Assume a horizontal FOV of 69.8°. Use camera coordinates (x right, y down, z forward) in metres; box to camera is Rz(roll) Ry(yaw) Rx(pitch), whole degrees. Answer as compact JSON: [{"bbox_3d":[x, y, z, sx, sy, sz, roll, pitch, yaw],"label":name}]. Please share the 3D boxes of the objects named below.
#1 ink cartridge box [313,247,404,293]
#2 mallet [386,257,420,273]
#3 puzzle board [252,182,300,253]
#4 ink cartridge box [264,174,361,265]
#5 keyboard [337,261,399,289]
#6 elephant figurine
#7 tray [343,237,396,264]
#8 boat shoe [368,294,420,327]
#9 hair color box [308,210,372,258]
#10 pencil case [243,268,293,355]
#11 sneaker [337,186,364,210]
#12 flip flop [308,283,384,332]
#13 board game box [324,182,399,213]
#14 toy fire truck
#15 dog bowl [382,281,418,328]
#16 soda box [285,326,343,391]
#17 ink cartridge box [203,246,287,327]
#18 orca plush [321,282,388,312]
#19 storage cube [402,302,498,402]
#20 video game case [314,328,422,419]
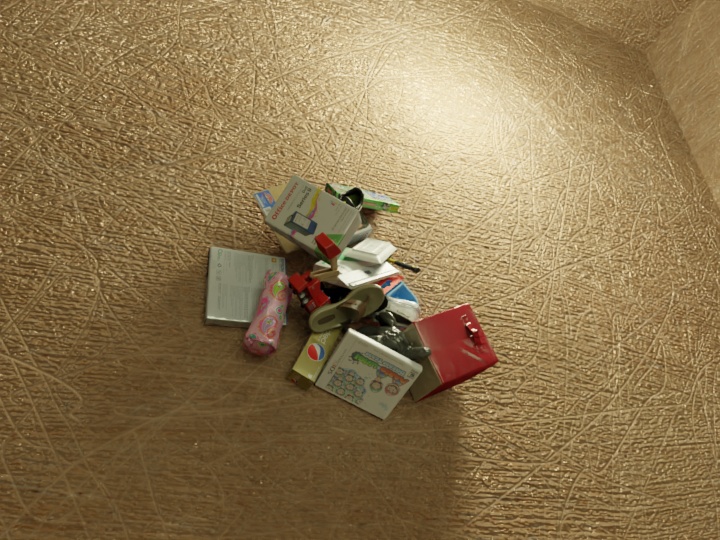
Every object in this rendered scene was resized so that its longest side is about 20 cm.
[{"bbox_3d":[0.000,0.000,1.365,0.199,0.050,0.161,13,24,25],"label":"ink cartridge box"},{"bbox_3d":[0.103,-0.024,1.450,0.066,0.199,0.042,-1,105,-42],"label":"mallet"},{"bbox_3d":[-0.184,-0.149,1.404,0.150,0.017,0.201,-23,70,-29],"label":"puzzle board"},{"bbox_3d":[-0.119,-0.127,1.310,0.199,0.088,0.146,31,82,12],"label":"ink cartridge box"},{"bbox_3d":[0.023,0.011,1.330,0.056,0.011,0.199,34,31,31],"label":"keyboard"},{"bbox_3d":[0.060,0.175,1.278,0.154,0.200,0.142,10,57,-20],"label":"elephant figurine"},{"bbox_3d":[0.031,-0.059,1.433,0.107,0.022,0.200,14,17,12],"label":"tray"},{"bbox_3d":[0.057,0.104,1.360,0.198,0.074,0.067,6,42,14],"label":"boat shoe"},{"bbox_3d":[-0.075,-0.116,1.479,0.199,0.061,0.099,-21,70,-34],"label":"hair color box"},{"bbox_3d":[-0.213,0.097,1.217,0.087,0.087,0.201,20,56,-13],"label":"pencil case"},{"bbox_3d":[-0.057,-0.160,1.390,0.074,0.088,0.200,42,61,6],"label":"sneaker"},{"bbox_3d":[-0.030,0.098,1.239,0.199,0.082,0.058,-22,27,-11],"label":"flip flop"},{"bbox_3d":[0.003,-0.219,1.551,0.198,0.029,0.135,9,20,-21],"label":"board game box"},{"bbox_3d":[-0.098,0.019,1.231,0.141,0.201,0.049,-39,54,-13],"label":"toy fire truck"},{"bbox_3d":[0.085,0.068,1.451,0.111,0.050,0.200,-35,80,-37],"label":"dog bowl"},{"bbox_3d":[-0.106,0.189,1.273,0.064,0.068,0.201,31,52,-5],"label":"soda box"},{"bbox_3d":[-0.284,0.047,1.290,0.199,0.043,0.198,9,58,-25],"label":"ink cartridge box"},{"bbox_3d":[-0.030,0.056,1.329,0.199,0.071,0.106,24,73,19],"label":"orca plush"},{"bbox_3d":[0.209,0.212,1.334,0.179,0.200,0.172,-16,69,-26],"label":"storage cube"},{"bbox_3d":[0.017,0.251,1.229,0.199,0.183,0.024,28,26,-8],"label":"video game case"}]
